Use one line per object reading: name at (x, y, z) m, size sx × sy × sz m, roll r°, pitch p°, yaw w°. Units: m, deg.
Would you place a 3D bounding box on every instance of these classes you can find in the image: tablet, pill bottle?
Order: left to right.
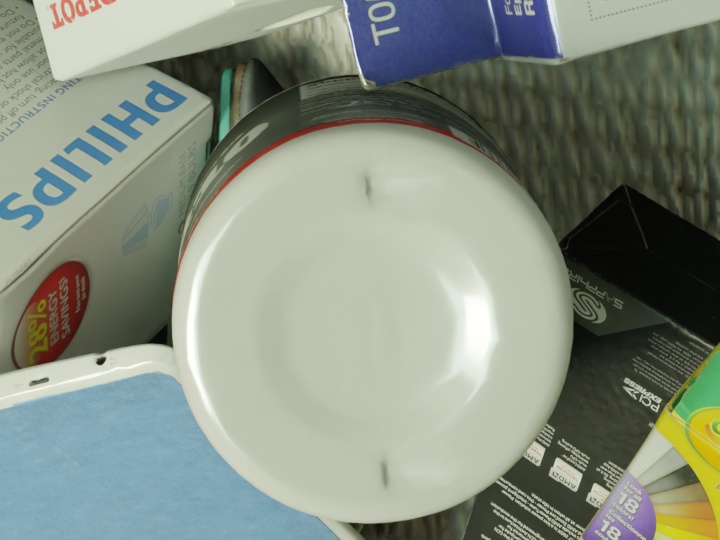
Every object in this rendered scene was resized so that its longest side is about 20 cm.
tablet at (-0.075, 0.084, 0.988) m, size 0.129 × 0.200 × 0.014 m, roll -14°, pitch 56°, yaw 20°
pill bottle at (0.000, 0.000, 0.911) m, size 0.113 × 0.200 × 0.115 m, roll 0°, pitch 99°, yaw -2°

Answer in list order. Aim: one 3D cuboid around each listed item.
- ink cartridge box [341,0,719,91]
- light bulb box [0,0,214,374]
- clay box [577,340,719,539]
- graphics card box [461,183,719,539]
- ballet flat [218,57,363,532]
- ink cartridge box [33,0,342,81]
ink cartridge box at (0.076, -0.167, 0.856) m, size 0.199 × 0.043 × 0.198 m, roll -16°, pitch 102°, yaw -8°
light bulb box at (-0.166, -0.001, 1.069) m, size 0.199 × 0.125 × 0.199 m, roll 29°, pitch 140°, yaw 22°
clay box at (0.119, 0.107, 0.906) m, size 0.115 × 0.048 × 0.200 m, roll 37°, pitch 134°, yaw 8°
graphics card box at (0.101, 0.083, 0.974) m, size 0.125 × 0.051 × 0.201 m, roll 32°, pitch 135°, yaw 19°
ballet flat at (-0.017, 0.024, 1.052) m, size 0.073 × 0.073 × 0.201 m, roll 9°, pitch 106°, yaw 31°
ink cartridge box at (-0.063, -0.173, 0.950) m, size 0.144 × 0.084 × 0.201 m, roll -13°, pitch 94°, yaw 62°
